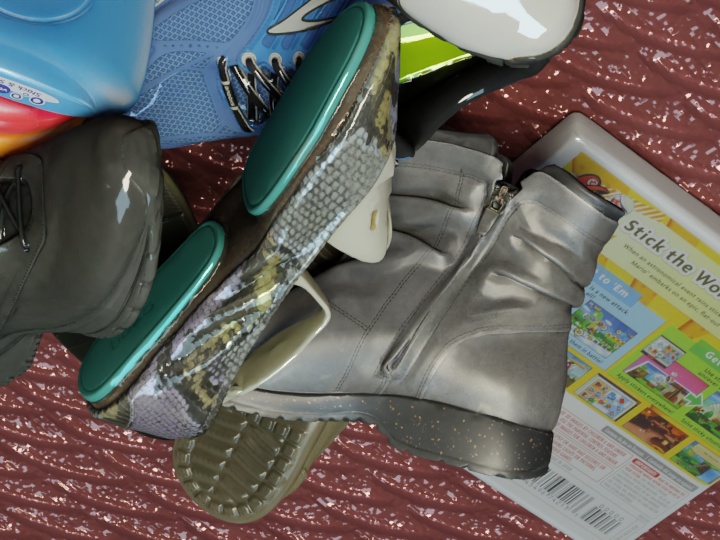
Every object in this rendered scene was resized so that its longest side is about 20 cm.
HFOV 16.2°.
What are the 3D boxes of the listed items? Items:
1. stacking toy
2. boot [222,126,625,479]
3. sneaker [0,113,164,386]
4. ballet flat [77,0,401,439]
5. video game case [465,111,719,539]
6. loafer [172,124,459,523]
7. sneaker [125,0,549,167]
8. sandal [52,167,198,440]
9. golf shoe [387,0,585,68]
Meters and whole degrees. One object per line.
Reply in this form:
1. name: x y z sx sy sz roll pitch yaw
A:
1. stacking toy: -0.169 -0.064 1.030 0.116 0.110 0.200 18 141 -18
2. boot: 0.000 0.000 1.035 0.199 0.070 0.132 13 93 5
3. sneaker: -0.144 -0.005 0.977 0.091 0.076 0.200 11 151 -33
4. ballet flat: -0.029 -0.012 0.965 0.072 0.072 0.200 30 111 -23
5. video game case: 0.106 0.036 1.156 0.200 0.023 0.182 34 124 -25
6. loafer: -0.013 0.018 1.101 0.076 0.067 0.200 39 104 6
7. sneaker: -0.014 -0.086 1.002 0.199 0.089 0.079 -16 129 14
8. sandal: -0.098 0.008 1.116 0.080 0.057 0.201 -6 147 5
9. golf shoe: 0.016 -0.149 0.905 0.078 0.095 0.200 -38 107 4
